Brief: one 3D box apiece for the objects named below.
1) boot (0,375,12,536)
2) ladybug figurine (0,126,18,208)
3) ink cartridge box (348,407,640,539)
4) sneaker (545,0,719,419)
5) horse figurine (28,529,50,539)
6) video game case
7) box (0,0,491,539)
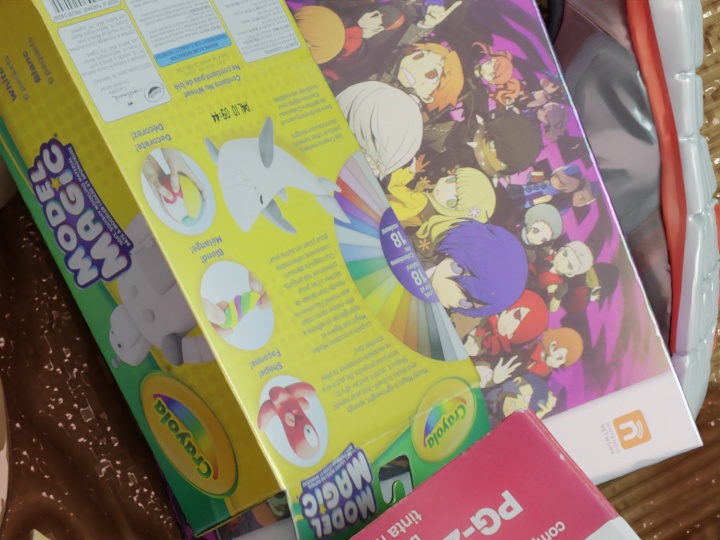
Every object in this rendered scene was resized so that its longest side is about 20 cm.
[{"bbox_3d":[-0.193,0.092,0.843,0.154,0.077,0.201,3,87,-14],"label":"boot"},{"bbox_3d":[-0.191,-0.035,0.844,0.199,0.072,0.136,-15,42,-19],"label":"ladybug figurine"},{"bbox_3d":[0.081,0.161,0.806,0.084,0.145,0.200,-36,70,-11],"label":"ink cartridge box"},{"bbox_3d":[0.088,-0.033,0.964,0.081,0.077,0.201,-4,87,13],"label":"sneaker"},{"bbox_3d":[-0.090,0.171,0.764,0.132,0.050,0.200,38,98,-21],"label":"horse figurine"},{"bbox_3d":[0.000,0.000,0.908,0.180,0.036,0.201,-20,87,-2],"label":"video game case"},{"bbox_3d":[-0.038,-0.005,0.834,0.117,0.048,0.201,-23,83,-51],"label":"box"}]
